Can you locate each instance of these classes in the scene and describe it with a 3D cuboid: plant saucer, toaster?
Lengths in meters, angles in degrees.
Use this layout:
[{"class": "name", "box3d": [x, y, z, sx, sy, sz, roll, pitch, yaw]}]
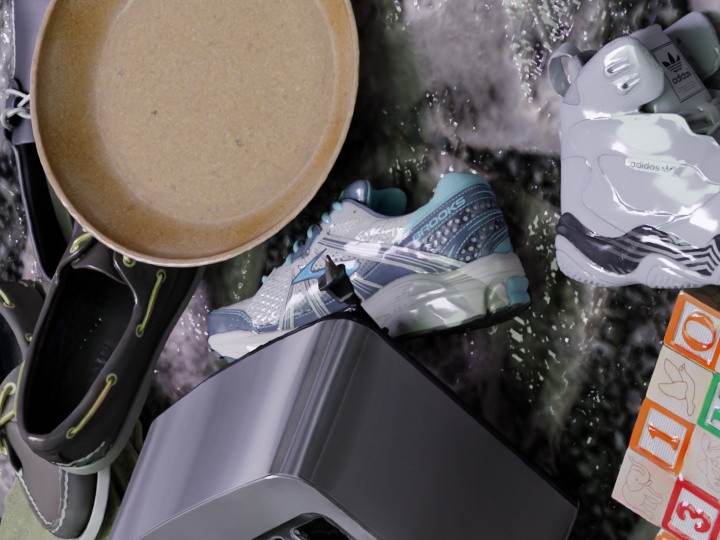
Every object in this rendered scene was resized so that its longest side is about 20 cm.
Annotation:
[{"class": "plant saucer", "box3d": [-0.084, -0.101, 1.105, 0.198, 0.035, 0.202, -3, 83, 25]}, {"class": "toaster", "box3d": [-0.018, 0.125, 1.048, 0.200, 0.119, 0.180, 41, 133, -20]}]

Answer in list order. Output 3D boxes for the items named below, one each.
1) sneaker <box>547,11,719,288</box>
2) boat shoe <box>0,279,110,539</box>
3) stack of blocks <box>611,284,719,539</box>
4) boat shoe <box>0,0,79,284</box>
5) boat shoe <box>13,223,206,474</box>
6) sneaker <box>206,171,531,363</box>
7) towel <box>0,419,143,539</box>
[{"class": "sneaker", "box3d": [0.163, -0.054, 0.920, 0.199, 0.075, 0.116, -1, 105, 43]}, {"class": "boat shoe", "box3d": [-0.195, 0.080, 1.215, 0.072, 0.060, 0.202, -56, 38, 29]}, {"class": "stack of blocks", "box3d": [0.181, 0.114, 0.967, 0.115, 0.058, 0.202, 30, 121, 30]}, {"class": "boat shoe", "box3d": [-0.175, -0.086, 1.202, 0.072, 0.062, 0.202, -5, 100, 41]}, {"class": "boat shoe", "box3d": [-0.135, 0.010, 1.142, 0.071, 0.061, 0.203, 13, 78, 19]}, {"class": "sneaker", "box3d": [0.000, 0.000, 1.088, 0.199, 0.077, 0.087, -14, 82, 34]}, {"class": "towel", "box3d": [-0.176, 0.162, 1.255, 0.201, 0.036, 0.149, -63, 33, 26]}]
